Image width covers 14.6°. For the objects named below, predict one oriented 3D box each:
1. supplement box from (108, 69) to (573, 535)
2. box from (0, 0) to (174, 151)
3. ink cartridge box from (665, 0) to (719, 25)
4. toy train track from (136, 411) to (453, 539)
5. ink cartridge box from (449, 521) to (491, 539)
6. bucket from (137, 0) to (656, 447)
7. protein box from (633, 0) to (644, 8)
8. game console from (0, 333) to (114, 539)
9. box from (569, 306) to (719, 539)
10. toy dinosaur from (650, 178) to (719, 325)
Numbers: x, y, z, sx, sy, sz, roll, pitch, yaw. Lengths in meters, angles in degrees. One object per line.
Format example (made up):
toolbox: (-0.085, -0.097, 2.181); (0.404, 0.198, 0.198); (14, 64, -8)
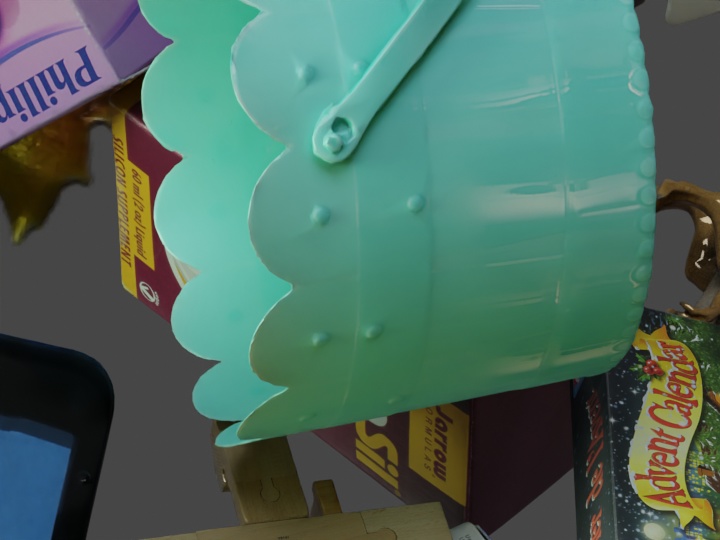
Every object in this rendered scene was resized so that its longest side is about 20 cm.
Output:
supplement box: (0.000, 0.000, 1.095); (0.200, 0.110, 0.086); (36, 56, 29)
box: (-0.173, -0.146, 1.112); (0.176, 0.200, 0.097); (-23, 12, 42)
ink cartridge box: (0.213, -0.198, 1.289); (0.200, 0.117, 0.067); (-19, 48, -20)
toy train track: (-0.016, 0.135, 0.918); (0.115, 0.033, 0.200); (-5, 51, -17)
ink cartridge box: (0.016, 0.175, 0.948); (0.200, 0.076, 0.136); (-23, 51, -20)
bucket: (0.007, -0.046, 0.935); (0.135, 0.207, 0.207); (-7, 46, -13)
protein box: (-0.004, -0.183, 1.256); (0.200, 0.135, 0.199); (-28, 52, -25)
game console: (-0.166, 0.108, 0.887); (0.118, 0.171, 0.200); (11, 85, 6)
box: (0.144, 0.105, 0.965); (0.137, 0.038, 0.200); (14, 42, -11)
toy dinosaur: (0.163, -0.003, 1.153); (0.106, 0.060, 0.200); (39, 58, 1)
